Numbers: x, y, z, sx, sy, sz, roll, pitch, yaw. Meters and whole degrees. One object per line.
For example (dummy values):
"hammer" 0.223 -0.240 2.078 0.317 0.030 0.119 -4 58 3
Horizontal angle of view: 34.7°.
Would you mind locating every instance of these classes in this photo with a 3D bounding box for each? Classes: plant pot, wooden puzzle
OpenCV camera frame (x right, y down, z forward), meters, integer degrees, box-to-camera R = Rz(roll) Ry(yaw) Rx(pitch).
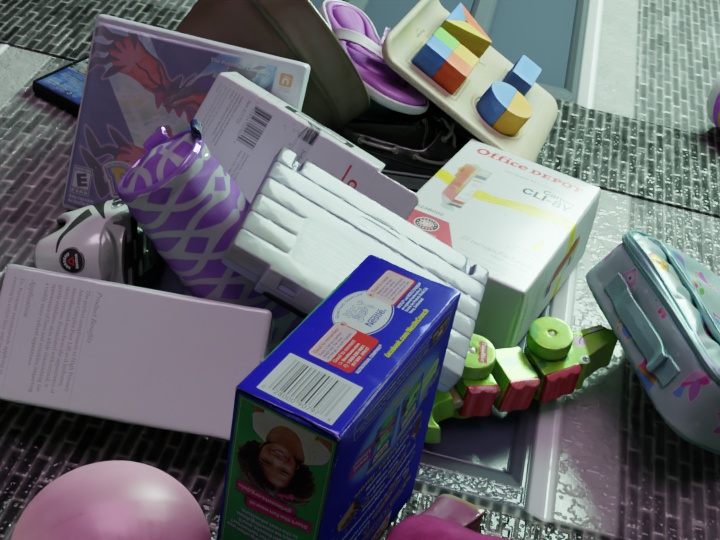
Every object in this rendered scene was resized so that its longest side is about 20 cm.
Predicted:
"plant pot" -0.118 -0.187 1.128 0.173 0.200 0.200 -39 52 -5
"wooden puzzle" 0.127 -0.204 1.201 0.200 0.046 0.185 42 34 -6

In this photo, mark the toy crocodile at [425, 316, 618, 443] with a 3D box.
"toy crocodile" 0.126 0.088 0.941 0.200 0.068 0.062 -11 47 -23

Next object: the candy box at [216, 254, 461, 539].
"candy box" -0.017 0.117 0.758 0.077 0.200 0.169 24 38 19

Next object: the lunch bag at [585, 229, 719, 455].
"lunch bag" 0.277 0.062 0.949 0.160 0.077 0.200 26 28 -36

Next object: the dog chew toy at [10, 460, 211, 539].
"dog chew toy" -0.137 0.213 0.678 0.124 0.125 0.200 -7 48 -21

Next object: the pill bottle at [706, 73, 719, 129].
"pill bottle" 0.504 -0.166 1.325 0.104 0.104 0.200 -16 45 -31

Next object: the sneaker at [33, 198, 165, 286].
"sneaker" -0.213 -0.029 0.961 0.088 0.074 0.200 1 6 5

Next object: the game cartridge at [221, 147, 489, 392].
"game cartridge" 0.000 0.000 0.892 0.200 0.038 0.130 31 48 -9

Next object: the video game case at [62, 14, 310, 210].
"video game case" -0.161 -0.121 1.052 0.199 0.183 0.023 14 11 5

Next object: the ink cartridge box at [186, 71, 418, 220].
"ink cartridge box" -0.059 -0.072 1.003 0.200 0.116 0.068 32 11 0

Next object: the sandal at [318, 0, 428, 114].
"sandal" 0.009 -0.233 1.193 0.082 0.050 0.203 -3 43 -33

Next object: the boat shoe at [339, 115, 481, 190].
"boat shoe" 0.075 -0.123 1.199 0.199 0.064 0.071 2 38 -12

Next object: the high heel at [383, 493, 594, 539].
"high heel" 0.109 0.217 0.769 0.200 0.068 0.096 14 25 29

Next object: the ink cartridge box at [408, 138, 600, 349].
"ink cartridge box" 0.118 -0.027 1.070 0.145 0.084 0.200 24 40 18

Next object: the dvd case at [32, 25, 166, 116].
"dvd case" -0.239 -0.210 1.272 0.142 0.018 0.200 28 42 22

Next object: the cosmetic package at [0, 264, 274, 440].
"cosmetic package" -0.171 0.064 0.860 0.199 0.074 0.102 12 81 -2

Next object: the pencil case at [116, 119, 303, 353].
"pencil case" -0.112 -0.020 0.920 0.084 0.200 0.086 -33 30 0

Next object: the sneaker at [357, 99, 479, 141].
"sneaker" 0.045 -0.183 1.252 0.200 0.084 0.121 33 42 30
